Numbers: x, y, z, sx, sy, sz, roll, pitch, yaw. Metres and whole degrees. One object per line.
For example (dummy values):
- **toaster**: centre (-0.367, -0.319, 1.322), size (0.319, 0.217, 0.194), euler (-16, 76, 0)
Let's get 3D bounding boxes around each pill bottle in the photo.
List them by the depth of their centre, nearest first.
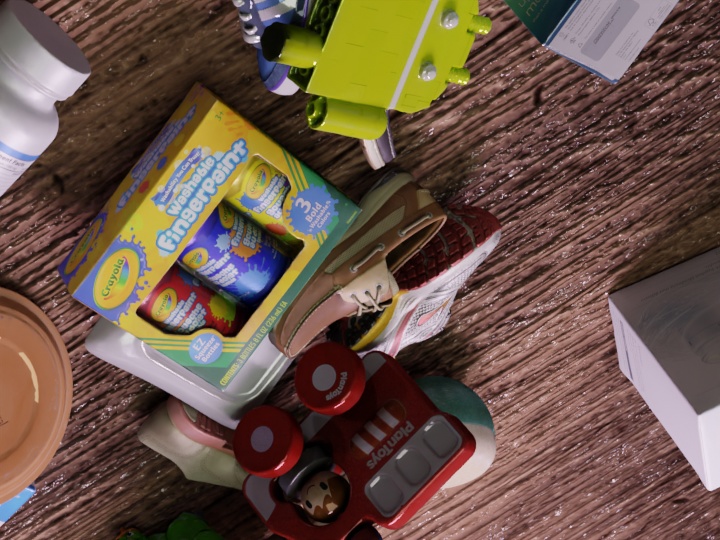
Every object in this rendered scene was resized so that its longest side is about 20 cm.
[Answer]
- **pill bottle**: centre (-0.302, -0.109, 1.145), size (0.200, 0.112, 0.112), euler (-44, 130, 12)

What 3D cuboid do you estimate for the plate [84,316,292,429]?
- **plate**: centre (-0.117, 0.038, 1.369), size (0.200, 0.032, 0.200), euler (34, 96, -37)

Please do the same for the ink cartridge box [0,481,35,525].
- **ink cartridge box**: centre (-0.417, 0.212, 1.364), size (0.200, 0.084, 0.146), euler (-45, 130, 12)

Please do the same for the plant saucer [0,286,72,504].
- **plant saucer**: centre (-0.332, 0.111, 1.287), size (0.200, 0.032, 0.201), euler (-7, 101, -41)

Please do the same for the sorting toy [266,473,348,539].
- **sorting toy**: centre (-0.080, 0.326, 1.490), size (0.070, 0.199, 0.200), euler (41, 131, -4)

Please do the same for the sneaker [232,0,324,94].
- **sneaker**: centre (-0.100, -0.233, 1.163), size (0.146, 0.081, 0.200), euler (3, 127, -19)

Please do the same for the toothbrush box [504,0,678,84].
- **toothbrush box**: centre (0.171, -0.264, 1.172), size (0.085, 0.200, 0.147), euler (22, 116, -34)

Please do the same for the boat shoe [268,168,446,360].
- **boat shoe**: centre (0.000, 0.000, 1.339), size (0.200, 0.074, 0.076), euler (-50, 163, -10)

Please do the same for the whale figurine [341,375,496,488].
- **whale figurine**: centre (0.036, 0.166, 1.532), size (0.199, 0.104, 0.159), euler (-9, 157, 12)

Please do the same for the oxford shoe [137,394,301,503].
- **oxford shoe**: centre (-0.133, 0.181, 1.485), size (0.074, 0.071, 0.200), euler (-33, 127, 23)

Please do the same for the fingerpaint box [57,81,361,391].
- **fingerpaint box**: centre (-0.126, -0.026, 1.268), size (0.167, 0.073, 0.200), euler (36, 93, -29)

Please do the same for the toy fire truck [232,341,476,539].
- **toy fire truck**: centre (-0.010, 0.175, 1.393), size (0.200, 0.168, 0.112), euler (-46, 148, 5)

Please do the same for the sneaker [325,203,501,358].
- **sneaker**: centre (0.058, 0.013, 1.432), size (0.200, 0.078, 0.082), euler (-41, 135, 23)

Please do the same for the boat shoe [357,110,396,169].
- **boat shoe**: centre (0.013, -0.175, 1.260), size (0.065, 0.072, 0.200), euler (-17, 125, -5)

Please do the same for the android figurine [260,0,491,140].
- **android figurine**: centre (0.020, -0.189, 1.182), size (0.200, 0.041, 0.182), euler (8, 114, -40)

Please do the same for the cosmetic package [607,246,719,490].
- **cosmetic package**: centre (0.390, 0.084, 1.540), size (0.199, 0.200, 0.123), euler (-23, 132, -6)

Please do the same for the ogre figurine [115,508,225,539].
- **ogre figurine**: centre (-0.206, 0.321, 1.519), size (0.098, 0.120, 0.200), euler (26, 111, -32)
